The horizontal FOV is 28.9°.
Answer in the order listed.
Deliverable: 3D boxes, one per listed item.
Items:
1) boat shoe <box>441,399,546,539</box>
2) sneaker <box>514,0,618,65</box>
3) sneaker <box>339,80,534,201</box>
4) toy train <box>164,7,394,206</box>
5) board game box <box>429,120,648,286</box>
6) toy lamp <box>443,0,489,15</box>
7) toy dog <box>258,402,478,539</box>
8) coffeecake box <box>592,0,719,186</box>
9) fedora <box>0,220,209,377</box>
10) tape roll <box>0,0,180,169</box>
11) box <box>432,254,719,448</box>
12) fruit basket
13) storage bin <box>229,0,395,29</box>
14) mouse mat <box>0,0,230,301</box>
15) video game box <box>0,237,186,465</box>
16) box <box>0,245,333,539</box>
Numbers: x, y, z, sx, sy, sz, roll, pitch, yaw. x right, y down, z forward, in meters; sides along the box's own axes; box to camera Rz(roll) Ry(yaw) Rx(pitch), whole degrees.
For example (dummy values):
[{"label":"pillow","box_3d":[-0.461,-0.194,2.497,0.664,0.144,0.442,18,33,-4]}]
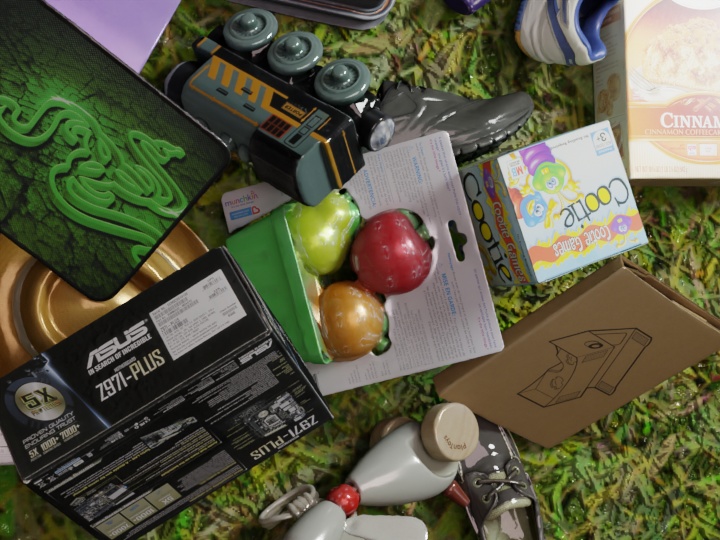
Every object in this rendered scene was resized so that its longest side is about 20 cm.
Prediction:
[{"label":"boat shoe","box_3d":[0.124,0.201,1.217,0.072,0.066,0.201,-17,92,-15]},{"label":"sneaker","box_3d":[0.206,-0.277,1.227,0.075,0.088,0.200,-1,108,-47]},{"label":"sneaker","box_3d":[0.058,-0.129,1.211,0.200,0.076,0.091,-20,86,-19]},{"label":"toy train","box_3d":[-0.069,-0.134,1.125,0.200,0.085,0.114,33,65,29]},{"label":"board game box","box_3d":[0.135,-0.049,1.161,0.105,0.200,0.103,-20,94,-17]},{"label":"toy lamp","box_3d":[0.142,-0.312,1.251,0.058,0.058,0.200,40,75,-11]},{"label":"toy dog","box_3d":[0.024,0.196,1.154,0.200,0.132,0.096,-36,100,-14]},{"label":"coffeecake box","box_3d":[0.297,-0.179,1.281,0.153,0.073,0.200,-1,88,-16]},{"label":"fedora","box_3d":[-0.194,0.030,1.073,0.200,0.082,0.201,0,89,-18]},{"label":"tape roll","box_3d":[-0.213,-0.162,1.062,0.085,0.200,0.200,31,80,-14]},{"label":"box","box_3d":[0.185,0.074,1.165,0.163,0.200,0.021,28,38,-40]},{"label":"fruit basket","box_3d":[0.000,0.000,1.145,0.200,0.094,0.186,-16,90,7]},{"label":"storage bin","box_3d":[-0.040,-0.297,1.154,0.200,0.134,0.146,11,85,-17]},{"label":"mouse mat","box_3d":[-0.213,-0.086,0.983,0.200,0.008,0.161,38,108,-16]},{"label":"video game box","box_3d":[-0.242,0.063,1.124,0.200,0.047,0.183,1,90,-17]},{"label":"box","box_3d":[-0.141,0.098,1.021,0.200,0.164,0.086,-32,58,-1]}]
